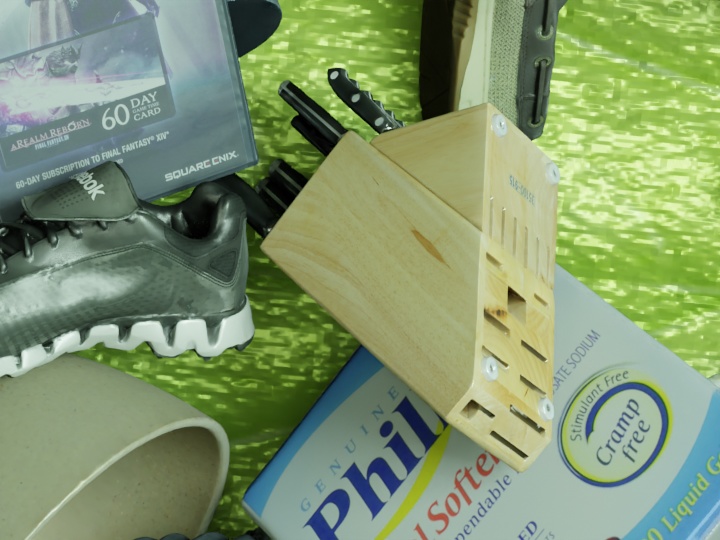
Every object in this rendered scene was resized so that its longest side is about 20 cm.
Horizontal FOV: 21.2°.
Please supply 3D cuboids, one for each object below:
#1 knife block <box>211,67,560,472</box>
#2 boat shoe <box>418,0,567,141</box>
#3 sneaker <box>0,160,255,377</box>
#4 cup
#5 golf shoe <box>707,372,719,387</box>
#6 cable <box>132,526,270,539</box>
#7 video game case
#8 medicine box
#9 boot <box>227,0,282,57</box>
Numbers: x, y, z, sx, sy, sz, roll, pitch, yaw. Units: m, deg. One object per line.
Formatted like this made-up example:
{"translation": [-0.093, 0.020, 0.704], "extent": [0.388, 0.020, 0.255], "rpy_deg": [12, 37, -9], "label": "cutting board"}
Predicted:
{"translation": [0.000, 0.000, 0.868], "extent": [0.175, 0.064, 0.201], "rpy_deg": [-16, 56, 33], "label": "knife block"}
{"translation": [0.069, -0.144, 0.897], "extent": [0.064, 0.073, 0.201], "rpy_deg": [-8, 132, -19], "label": "boat shoe"}
{"translation": [-0.132, -0.005, 0.833], "extent": [0.199, 0.066, 0.091], "rpy_deg": [-4, 117, -31], "label": "sneaker"}
{"translation": [-0.179, 0.109, 0.882], "extent": [0.143, 0.200, 0.201], "rpy_deg": [35, 92, 18], "label": "cup"}
{"translation": [0.216, 0.134, 0.952], "extent": [0.094, 0.078, 0.201], "rpy_deg": [-7, 100, 23], "label": "golf shoe"}
{"translation": [-0.104, 0.215, 0.898], "extent": [0.051, 0.163, 0.201], "rpy_deg": [27, 112, 25], "label": "cable"}
{"translation": [-0.127, -0.110, 0.822], "extent": [0.142, 0.019, 0.201], "rpy_deg": [-20, 127, -14], "label": "video game case"}
{"translation": [0.079, 0.105, 0.871], "extent": [0.182, 0.103, 0.200], "rpy_deg": [-52, 52, 2], "label": "medicine box"}
{"translation": [-0.139, -0.126, 0.926], "extent": [0.199, 0.075, 0.097], "rpy_deg": [-20, 68, 11], "label": "boot"}
